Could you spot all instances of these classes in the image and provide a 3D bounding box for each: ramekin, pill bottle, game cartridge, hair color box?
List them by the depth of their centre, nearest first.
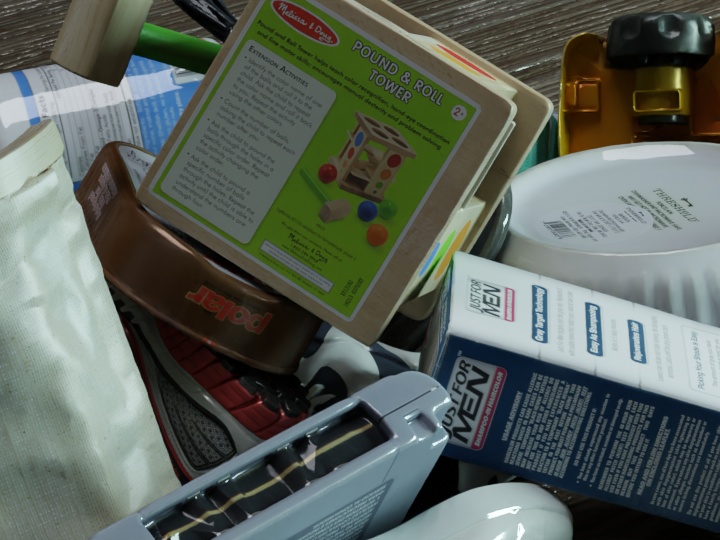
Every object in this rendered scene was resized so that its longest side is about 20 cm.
[{"bbox_3d":[-0.055,0.123,1.157,0.200,0.133,0.040,-26,61,-40],"label":"game cartridge"},{"bbox_3d":[0.127,0.061,1.261,0.200,0.061,0.100,17,21,-3],"label":"hair color box"},{"bbox_3d":[0.147,0.011,1.411,0.200,0.105,0.200,-5,22,2],"label":"ramekin"},{"bbox_3d":[-0.172,-0.068,1.680,0.200,0.112,0.112,-12,23,-13],"label":"pill bottle"}]

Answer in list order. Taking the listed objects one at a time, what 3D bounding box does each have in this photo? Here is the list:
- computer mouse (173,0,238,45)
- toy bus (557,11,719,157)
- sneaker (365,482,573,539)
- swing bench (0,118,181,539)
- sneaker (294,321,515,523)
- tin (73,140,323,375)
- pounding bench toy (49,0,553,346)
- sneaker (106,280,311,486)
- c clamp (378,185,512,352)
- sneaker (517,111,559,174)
[{"bbox_3d":[-0.016,-0.101,1.666,0.046,0.200,0.140,-47,47,3],"label":"computer mouse"},{"bbox_3d":[0.223,-0.076,1.587,0.200,0.136,0.192,-1,2,14],"label":"toy bus"},{"bbox_3d":[0.029,0.150,1.176,0.200,0.073,0.085,-17,57,-43],"label":"sneaker"},{"bbox_3d":[-0.198,0.064,1.193,0.200,0.199,0.130,-10,18,29],"label":"swing bench"},{"bbox_3d":[-0.021,0.079,1.317,0.199,0.080,0.130,10,16,11],"label":"sneaker"},{"bbox_3d":[-0.077,-0.010,1.319,0.112,0.042,0.200,24,11,-17],"label":"tin"},{"bbox_3d":[-0.032,-0.075,1.305,0.200,0.124,0.156,32,9,7],"label":"pounding bench toy"},{"bbox_3d":[-0.107,0.042,1.319,0.078,0.082,0.200,25,11,-40],"label":"sneaker"},{"bbox_3d":[0.000,0.000,1.437,0.200,0.027,0.171,-44,30,22],"label":"c clamp"},{"bbox_3d":[0.078,-0.061,1.595,0.087,0.075,0.200,7,2,31],"label":"sneaker"}]
